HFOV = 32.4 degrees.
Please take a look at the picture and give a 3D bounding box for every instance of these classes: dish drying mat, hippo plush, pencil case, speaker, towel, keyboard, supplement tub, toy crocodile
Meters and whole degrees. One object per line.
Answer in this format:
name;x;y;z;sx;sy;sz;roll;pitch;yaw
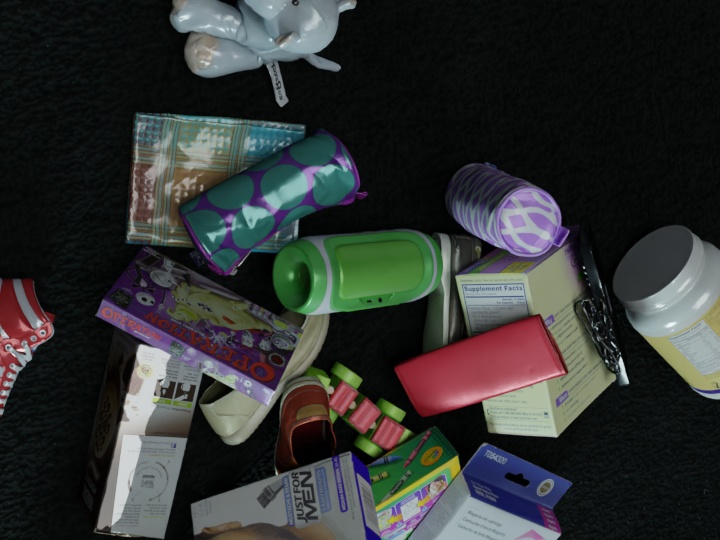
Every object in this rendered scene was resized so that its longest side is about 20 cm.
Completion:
dish drying mat;0.135;0.111;1.415;0.077;0.199;0.018;63;32;-8
hippo plush;-0.100;-0.258;1.293;0.159;0.161;0.201;-35;110;-15
pencil case;-0.097;-0.073;1.343;0.199;0.085;0.093;-32;92;-15
speaker;0.000;0.000;1.392;0.199;0.088;0.089;-6;101;-43
towel;-0.157;-0.096;1.371;0.198;0.022;0.148;2;96;-24
pencil case;0.161;-0.070;1.421;0.085;0.200;0.084;33;95;-17
keyboard;0.277;0.044;1.468;0.039;0.104;0.201;-14;113;16
supplement tub;0.430;0.053;1.582;0.200;0.145;0.146;43;81;-23
toy crocodile;0.002;0.170;1.459;0.200;0.062;0.068;39;82;-24

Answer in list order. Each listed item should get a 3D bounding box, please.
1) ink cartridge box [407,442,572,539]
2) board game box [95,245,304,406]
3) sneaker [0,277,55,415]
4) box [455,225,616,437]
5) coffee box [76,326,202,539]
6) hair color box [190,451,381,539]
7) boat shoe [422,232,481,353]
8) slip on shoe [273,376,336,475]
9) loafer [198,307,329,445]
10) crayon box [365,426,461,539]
ink cartridge box;0.155;0.321;1.506;0.196;0.043;0.201;28;104;-42
board game box;-0.165;0.056;1.306;0.199;0.120;0.032;28;126;-3
sneaker;-0.367;0.104;1.283;0.112;0.071;0.202;-6;98;-19
box;0.213;0.069;1.478;0.176;0.096;0.202;-31;114;-49
coffee box;-0.237;0.171;1.327;0.079;0.113;0.202;12;93;-24
hair color box;-0.082;0.286;1.365;0.199;0.110;0.065;-21;145;13
boat shoe;0.112;0.057;1.484;0.060;0.072;0.204;1;94;-19
slip on shoe;-0.059;0.209;1.408;0.073;0.061;0.201;-9;132;-12
loafer;-0.108;0.101;1.393;0.068;0.076;0.201;38;83;-30
crayon box;0.028;0.284;1.462;0.199;0.058;0.119;-29;137;-16
